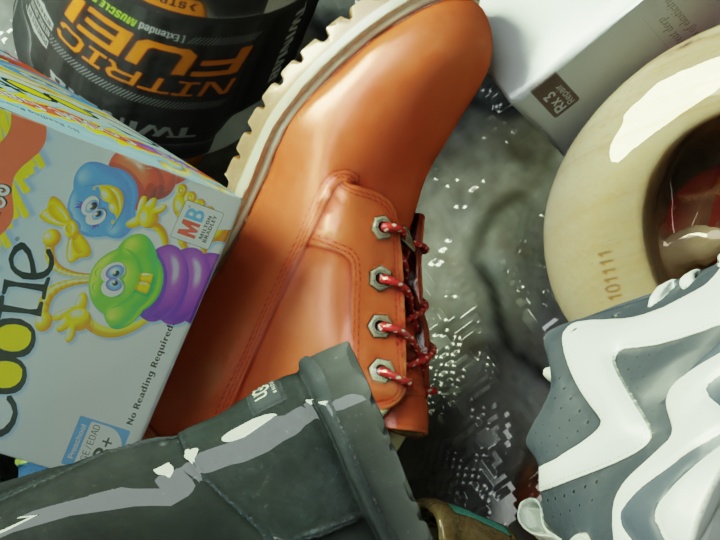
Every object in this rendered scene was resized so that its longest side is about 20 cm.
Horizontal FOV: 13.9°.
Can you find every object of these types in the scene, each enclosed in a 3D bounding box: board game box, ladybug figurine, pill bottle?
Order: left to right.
[{"bbox_3d":[-0.141,-0.019,0.974,0.200,0.103,0.105,32,100,57],"label":"board game box"},{"bbox_3d":[-0.065,-0.110,1.056,0.106,0.200,0.107,8,58,-12],"label":"pill bottle"},{"bbox_3d":[0.160,-0.024,0.977,0.199,0.072,0.136,-12,95,18],"label":"ladybug figurine"}]

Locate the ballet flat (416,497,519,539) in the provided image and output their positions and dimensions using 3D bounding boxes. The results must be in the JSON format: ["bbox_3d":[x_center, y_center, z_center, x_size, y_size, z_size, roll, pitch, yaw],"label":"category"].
[{"bbox_3d":[-0.029,0.147,0.977,0.200,0.072,0.068,-41,42,-1],"label":"ballet flat"}]

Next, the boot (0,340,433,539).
[{"bbox_3d":[-0.065,0.132,0.910,0.199,0.165,0.066,-24,12,-2],"label":"boot"}]

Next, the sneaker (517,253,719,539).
[{"bbox_3d":[0.116,0.016,0.919,0.129,0.079,0.200,9,69,53],"label":"sneaker"}]

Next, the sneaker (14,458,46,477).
[{"bbox_3d":[-0.107,0.044,1.066,0.200,0.076,0.105,32,79,32],"label":"sneaker"}]

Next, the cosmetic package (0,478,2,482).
[{"bbox_3d":[-0.219,0.034,1.121,0.102,0.074,0.200,-35,54,2],"label":"cosmetic package"}]

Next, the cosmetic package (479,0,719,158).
[{"bbox_3d":[0.058,-0.124,1.062,0.081,0.113,0.200,-40,57,7],"label":"cosmetic package"}]

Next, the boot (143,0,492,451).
[{"bbox_3d":[0.000,0.000,0.969,0.107,0.075,0.200,38,101,25],"label":"boot"}]
